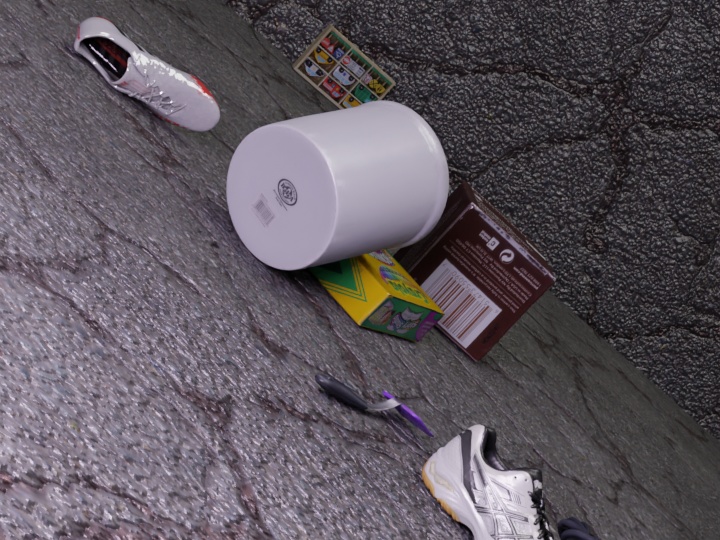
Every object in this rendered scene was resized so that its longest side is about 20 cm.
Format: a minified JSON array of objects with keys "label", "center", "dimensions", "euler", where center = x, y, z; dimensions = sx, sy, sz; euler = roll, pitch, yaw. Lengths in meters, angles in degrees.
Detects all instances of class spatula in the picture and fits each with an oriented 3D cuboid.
[{"label":"spatula","center":[0.013,0.128,1.504],"dimensions":[0.056,0.021,0.200],"euler":[34,5,35]}]

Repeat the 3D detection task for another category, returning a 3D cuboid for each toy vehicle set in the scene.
[{"label":"toy vehicle set","center":[-0.036,-0.428,3.400],"dimensions":[0.200,0.124,0.027],"euler":[38,10,-24]}]

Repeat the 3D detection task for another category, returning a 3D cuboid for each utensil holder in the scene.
[{"label":"utensil holder","center":[-0.025,-0.094,1.717],"dimensions":[0.170,0.170,0.199],"euler":[46,32,20]}]

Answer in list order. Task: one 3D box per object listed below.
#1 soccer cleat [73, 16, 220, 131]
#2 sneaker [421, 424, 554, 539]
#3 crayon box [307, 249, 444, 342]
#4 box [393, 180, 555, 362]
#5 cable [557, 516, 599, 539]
[{"label":"soccer cleat","center":[-0.255,-0.226,1.845],"dimensions":[0.200,0.069,0.085],"euler":[38,19,-11]},{"label":"sneaker","center":[0.144,0.226,1.422],"dimensions":[0.200,0.088,0.076],"euler":[48,9,22]},{"label":"crayon box","center":[0.000,0.000,1.896],"dimensions":[0.173,0.058,0.200],"euler":[47,11,21]},{"label":"box","center":[0.157,-0.002,2.223],"dimensions":[0.166,0.164,0.200],"euler":[41,10,-8]},{"label":"cable","center":[0.240,0.297,1.451],"dimensions":[0.164,0.051,0.200],"euler":[58,-1,37]}]
